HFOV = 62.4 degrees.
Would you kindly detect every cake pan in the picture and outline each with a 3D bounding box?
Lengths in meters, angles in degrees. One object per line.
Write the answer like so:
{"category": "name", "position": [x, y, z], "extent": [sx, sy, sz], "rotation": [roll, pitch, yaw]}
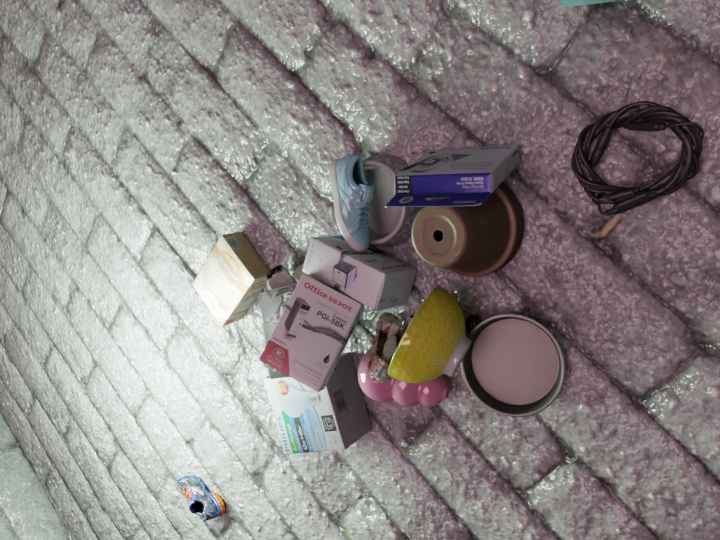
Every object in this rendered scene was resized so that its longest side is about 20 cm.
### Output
{"category": "cake pan", "position": [0.295, 0.180, 1.152], "extent": [0.198, 0.037, 0.203], "rotation": [3, 98, 23]}

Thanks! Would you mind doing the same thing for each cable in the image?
{"category": "cable", "position": [0.454, -0.192, 0.979], "extent": [0.199, 0.051, 0.165], "rotation": [-28, 79, 39]}

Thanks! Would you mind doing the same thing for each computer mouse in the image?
{"category": "computer mouse", "position": [0.168, 0.141, 1.254], "extent": [0.198, 0.044, 0.111], "rotation": [5, 104, 35]}

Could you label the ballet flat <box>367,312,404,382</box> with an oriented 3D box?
{"category": "ballet flat", "position": [0.063, 0.148, 1.248], "extent": [0.075, 0.201, 0.064], "rotation": [21, 130, -6]}

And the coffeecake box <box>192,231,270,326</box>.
{"category": "coffeecake box", "position": [-0.343, 0.024, 1.580], "extent": [0.154, 0.073, 0.200], "rotation": [50, 124, 15]}

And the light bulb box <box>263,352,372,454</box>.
{"category": "light bulb box", "position": [-0.105, 0.323, 1.440], "extent": [0.198, 0.124, 0.201], "rotation": [-17, 90, 35]}

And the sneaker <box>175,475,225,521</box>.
{"category": "sneaker", "position": [-0.510, 0.705, 1.845], "extent": [0.198, 0.078, 0.076], "rotation": [19, 110, 31]}

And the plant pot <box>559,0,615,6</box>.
{"category": "plant pot", "position": [0.367, -0.489, 0.887], "extent": [0.199, 0.200, 0.163], "rotation": [7, 118, 34]}

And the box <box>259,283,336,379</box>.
{"category": "box", "position": [-0.144, 0.134, 1.342], "extent": [0.157, 0.048, 0.203], "rotation": [-11, 82, 29]}

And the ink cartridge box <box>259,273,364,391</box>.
{"category": "ink cartridge box", "position": [-0.098, 0.128, 1.242], "extent": [0.146, 0.083, 0.202], "rotation": [26, 86, 7]}

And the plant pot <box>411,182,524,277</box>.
{"category": "plant pot", "position": [0.185, -0.078, 1.114], "extent": [0.198, 0.174, 0.203], "rotation": [8, 103, 34]}

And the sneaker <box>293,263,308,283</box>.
{"category": "sneaker", "position": [-0.082, 0.046, 1.403], "extent": [0.199, 0.075, 0.085], "rotation": [28, 151, 44]}

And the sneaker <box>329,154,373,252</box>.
{"category": "sneaker", "position": [-0.007, -0.141, 1.229], "extent": [0.081, 0.074, 0.202], "rotation": [-14, 92, 40]}

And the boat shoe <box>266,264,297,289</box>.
{"category": "boat shoe", "position": [-0.159, 0.070, 1.468], "extent": [0.074, 0.093, 0.201], "rotation": [-32, 105, -1]}

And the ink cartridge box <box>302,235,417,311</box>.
{"category": "ink cartridge box", "position": [0.000, 0.000, 1.279], "extent": [0.199, 0.146, 0.087], "rotation": [25, 107, 28]}

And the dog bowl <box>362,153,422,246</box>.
{"category": "dog bowl", "position": [0.036, -0.147, 1.278], "extent": [0.198, 0.058, 0.203], "rotation": [8, 104, 34]}

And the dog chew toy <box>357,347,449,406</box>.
{"category": "dog chew toy", "position": [0.096, 0.236, 1.285], "extent": [0.198, 0.124, 0.126], "rotation": [14, 108, 24]}

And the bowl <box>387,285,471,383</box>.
{"category": "bowl", "position": [0.147, 0.142, 1.137], "extent": [0.107, 0.200, 0.202], "rotation": [30, 117, 15]}

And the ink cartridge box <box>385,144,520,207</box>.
{"category": "ink cartridge box", "position": [0.167, -0.176, 1.090], "extent": [0.198, 0.200, 0.041], "rotation": [3, 122, 34]}
